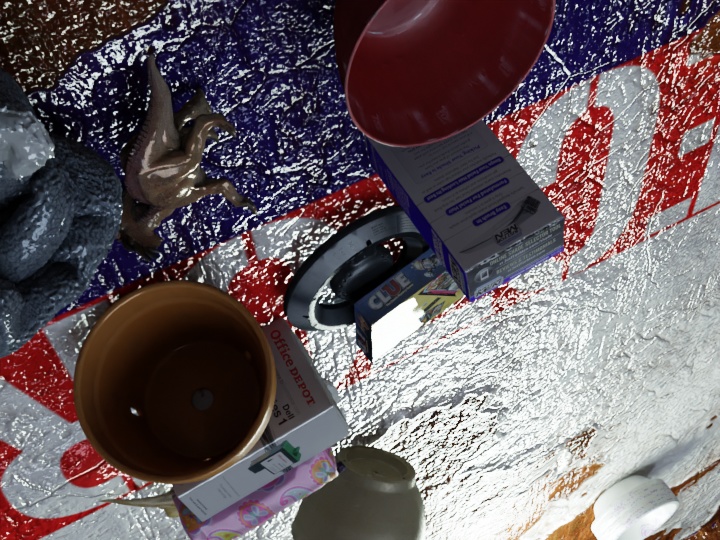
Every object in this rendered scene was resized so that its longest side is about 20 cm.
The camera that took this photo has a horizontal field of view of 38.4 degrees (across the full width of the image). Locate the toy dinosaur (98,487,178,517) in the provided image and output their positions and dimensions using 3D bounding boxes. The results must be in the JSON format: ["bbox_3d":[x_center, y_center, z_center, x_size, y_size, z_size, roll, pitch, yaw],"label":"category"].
[{"bbox_3d":[-0.229,0.294,1.353,0.200,0.058,0.101,7,131,-45],"label":"toy dinosaur"}]

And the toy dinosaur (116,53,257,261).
[{"bbox_3d":[-0.173,-0.081,0.880,0.135,0.086,0.200,-28,150,-14],"label":"toy dinosaur"}]

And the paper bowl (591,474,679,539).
[{"bbox_3d":[0.614,0.543,2.353,0.200,0.104,0.201,-22,145,-17],"label":"paper bowl"}]

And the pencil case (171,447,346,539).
[{"bbox_3d":[-0.122,0.253,1.232,0.200,0.088,0.088,-31,147,-7],"label":"pencil case"}]

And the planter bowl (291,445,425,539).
[{"bbox_3d":[0.010,0.341,1.521,0.200,0.200,0.135,3,106,-42],"label":"planter bowl"}]

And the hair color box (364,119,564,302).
[{"bbox_3d":[0.099,-0.079,1.014,0.109,0.200,0.065,-28,147,-8],"label":"hair color box"}]

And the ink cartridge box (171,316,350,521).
[{"bbox_3d":[-0.133,0.167,1.188,0.200,0.146,0.084,-31,145,-5],"label":"ink cartridge box"}]

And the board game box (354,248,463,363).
[{"bbox_3d":[0.082,0.019,1.230,0.200,0.035,0.136,-35,160,-14],"label":"board game box"}]

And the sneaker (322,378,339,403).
[{"bbox_3d":[-0.120,0.189,1.292,0.200,0.079,0.078,-40,133,5],"label":"sneaker"}]

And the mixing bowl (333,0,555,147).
[{"bbox_3d":[0.053,-0.215,0.882,0.200,0.108,0.200,-22,145,-17],"label":"mixing bowl"}]

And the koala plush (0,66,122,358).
[{"bbox_3d":[-0.271,-0.077,0.746,0.184,0.177,0.200,-40,151,-24],"label":"koala plush"}]

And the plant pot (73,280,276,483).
[{"bbox_3d":[-0.178,0.123,1.071,0.200,0.200,0.140,-30,165,-4],"label":"plant pot"}]

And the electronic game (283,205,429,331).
[{"bbox_3d":[0.000,0.000,1.178,0.200,0.042,0.200,-29,154,-15],"label":"electronic game"}]
